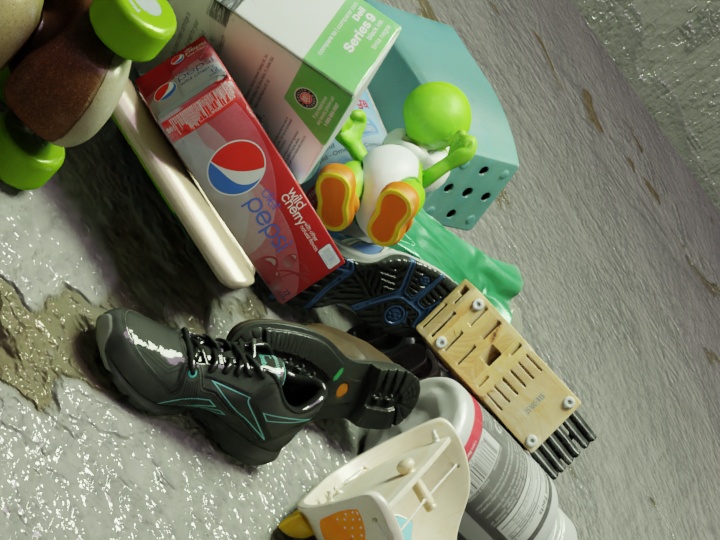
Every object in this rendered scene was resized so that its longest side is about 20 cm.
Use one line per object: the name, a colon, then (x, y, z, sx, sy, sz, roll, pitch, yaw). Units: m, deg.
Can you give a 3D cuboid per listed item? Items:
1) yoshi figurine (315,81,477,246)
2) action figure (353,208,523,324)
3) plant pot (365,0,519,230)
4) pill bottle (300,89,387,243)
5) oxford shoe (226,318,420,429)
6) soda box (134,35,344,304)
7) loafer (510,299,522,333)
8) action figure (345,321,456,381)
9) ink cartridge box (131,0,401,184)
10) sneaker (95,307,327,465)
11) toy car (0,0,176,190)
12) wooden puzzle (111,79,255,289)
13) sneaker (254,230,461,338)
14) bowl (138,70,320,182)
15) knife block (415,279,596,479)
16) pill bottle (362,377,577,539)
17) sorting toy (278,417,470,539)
yoshi figurine: (0.039, -0.104, 1.359, 0.113, 0.111, 0.200, 59, 32, -10)
action figure: (0.065, -0.007, 1.461, 0.200, 0.054, 0.119, 39, 45, -31)
plant pot: (0.057, -0.142, 1.596, 0.140, 0.142, 0.201, 10, 37, -45)
pill bottle: (-0.031, -0.127, 1.514, 0.108, 0.108, 0.201, 20, 42, -58)
oxford shoe: (-0.045, 0.076, 1.287, 0.199, 0.073, 0.084, 25, 11, -47)
soda box: (-0.088, -0.072, 1.188, 0.201, 0.063, 0.070, 59, -1, -39)
loafer: (0.071, 0.024, 1.547, 0.199, 0.063, 0.073, 26, 67, -34)
action figure: (0.066, 0.104, 1.484, 0.200, 0.069, 0.131, 38, 21, -51)
ink cartridge box: (-0.088, -0.179, 1.206, 0.199, 0.146, 0.084, 35, 61, -2)
sneaker: (-0.104, 0.069, 1.125, 0.200, 0.079, 0.076, 34, 31, -45)
toy car: (-0.248, -0.182, 1.057, 0.199, 0.164, 0.159, 30, 33, -30)
wooden puzzle: (-0.141, -0.063, 1.222, 0.186, 0.037, 0.200, 58, 0, -2)
sneaker: (0.000, 0.000, 1.385, 0.198, 0.076, 0.077, 19, 21, -21)
bowl: (-0.087, -0.182, 1.368, 0.200, 0.105, 0.202, 32, 28, -19)
knife block: (0.132, 0.103, 1.448, 0.200, 0.064, 0.176, 47, -4, -2)
pill bottle: (0.101, 0.192, 1.371, 0.200, 0.110, 0.111, 46, 24, -30)
sorting toy: (0.034, 0.233, 1.198, 0.181, 0.106, 0.200, 66, 20, -2)
